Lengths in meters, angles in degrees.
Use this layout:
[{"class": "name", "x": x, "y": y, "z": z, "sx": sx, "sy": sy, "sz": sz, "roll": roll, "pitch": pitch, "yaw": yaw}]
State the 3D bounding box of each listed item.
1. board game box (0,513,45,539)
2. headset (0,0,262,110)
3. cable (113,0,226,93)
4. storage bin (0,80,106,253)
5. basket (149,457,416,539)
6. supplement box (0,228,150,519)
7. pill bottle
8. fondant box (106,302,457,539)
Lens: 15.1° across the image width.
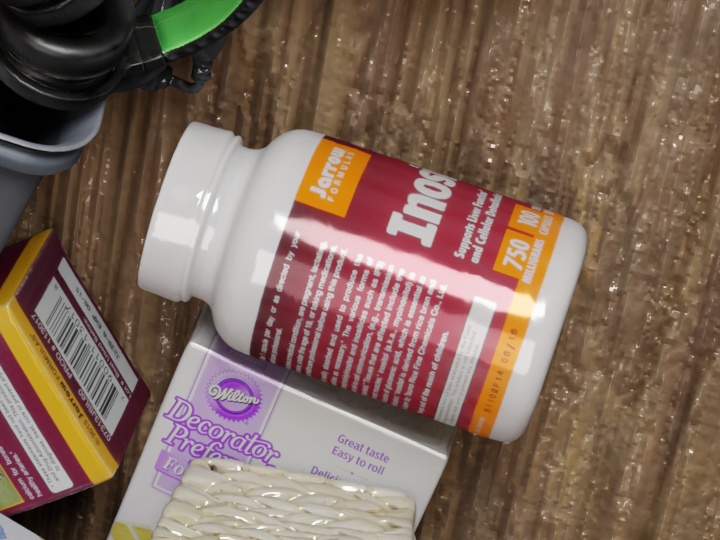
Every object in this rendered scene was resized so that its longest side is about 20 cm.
[{"class": "board game box", "x": -0.262, "y": 0.183, "z": 1.397, "sx": 0.199, "sy": 0.041, "sz": 0.200, "roll": 32, "pitch": 119, "yaw": -5}, {"class": "headset", "x": -0.137, "y": -0.133, "z": 1.170, "sx": 0.199, "sy": 0.094, "sz": 0.124, "roll": -15, "pitch": 150, "yaw": -9}, {"class": "cable", "x": -0.131, "y": -0.183, "z": 1.286, "sx": 0.162, "sy": 0.051, "sz": 0.201, "roll": 13, "pitch": 115, "yaw": 15}, {"class": "storage bin", "x": -0.228, "y": -0.081, "z": 1.257, "sx": 0.199, "sy": 0.146, "sz": 0.135, "roll": 19, "pitch": 131, "yaw": -12}, {"class": "basket", "x": -0.045, "y": 0.205, "z": 1.347, "sx": 0.135, "sy": 0.124, "sz": 0.201, "roll": 10, "pitch": 119, "yaw": 6}, {"class": "supplement box", "x": -0.225, "y": 0.073, "z": 1.406, "sx": 0.199, "sy": 0.086, "sz": 0.111, "roll": -21, "pitch": 112, "yaw": 21}, {"class": "pill bottle", "x": 0.000, "y": 0.000, "z": 1.305, "sx": 0.199, "sy": 0.113, "sz": 0.113, "roll": 18, "pitch": 118, "yaw": 2}, {"class": "fondant box", "x": -0.051, "y": 0.131, "z": 1.413, "sx": 0.144, "sy": 0.058, "sz": 0.201, "roll": 24, "pitch": 117, "yaw": 0}]
